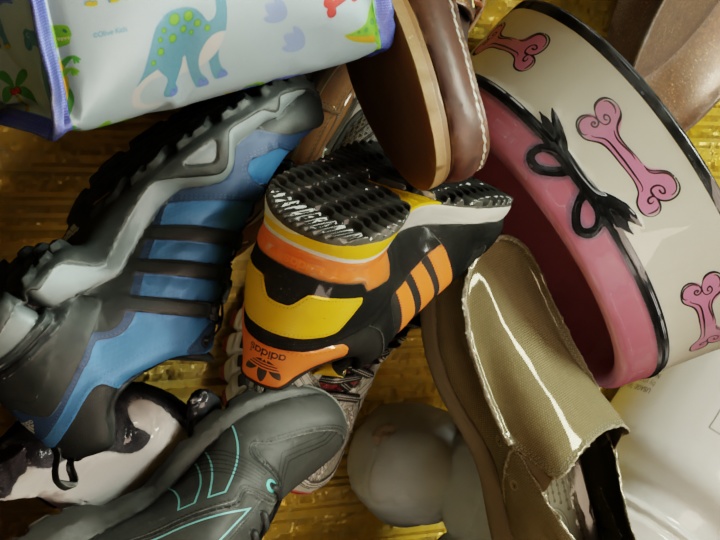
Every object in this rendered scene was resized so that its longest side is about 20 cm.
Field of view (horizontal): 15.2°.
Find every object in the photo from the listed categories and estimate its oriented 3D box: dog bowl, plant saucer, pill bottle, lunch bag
[{"bbox_3d":[0.104,-0.029,1.316,0.074,0.200,0.200,-34,130,-12],"label":"dog bowl"},{"bbox_3d":[0.184,-0.154,1.406,0.200,0.037,0.201,-46,158,-25],"label":"plant saucer"},{"bbox_3d":[0.197,0.090,1.511,0.200,0.114,0.114,-56,136,-10],"label":"pill bottle"},{"bbox_3d":[-0.091,-0.169,1.110,0.170,0.127,0.200,-17,102,-31],"label":"lunch bag"}]

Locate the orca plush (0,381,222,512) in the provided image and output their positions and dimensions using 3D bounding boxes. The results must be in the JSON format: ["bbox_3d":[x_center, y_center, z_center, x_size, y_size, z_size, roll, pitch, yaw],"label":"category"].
[{"bbox_3d":[-0.135,0.078,1.220,0.200,0.071,0.105,-9,140,-54],"label":"orca plush"}]

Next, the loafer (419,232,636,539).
[{"bbox_3d":[0.088,0.069,1.277,0.076,0.067,0.200,-28,103,-45],"label":"loafer"}]

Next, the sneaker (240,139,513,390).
[{"bbox_3d":[0.000,0.000,1.180,0.200,0.070,0.090,-18,132,-66],"label":"sneaker"}]

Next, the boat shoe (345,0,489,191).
[{"bbox_3d":[0.020,-0.129,1.186,0.070,0.200,0.070,-12,157,-23],"label":"boat shoe"}]

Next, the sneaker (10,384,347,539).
[{"bbox_3d":[-0.075,0.124,1.205,0.200,0.079,0.075,-33,153,-30],"label":"sneaker"}]

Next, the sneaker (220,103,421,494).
[{"bbox_3d":[-0.007,0.015,1.299,0.078,0.082,0.200,3,106,-45],"label":"sneaker"}]

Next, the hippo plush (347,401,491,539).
[{"bbox_3d":[0.050,0.149,1.351,0.159,0.200,0.161,-15,112,-64],"label":"hippo plush"}]

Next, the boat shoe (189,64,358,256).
[{"bbox_3d":[-0.032,-0.095,1.246,0.200,0.072,0.068,-56,167,-20],"label":"boat shoe"}]

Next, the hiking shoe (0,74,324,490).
[{"bbox_3d":[-0.083,-0.004,1.146,0.200,0.074,0.087,-43,108,-19],"label":"hiking shoe"}]
